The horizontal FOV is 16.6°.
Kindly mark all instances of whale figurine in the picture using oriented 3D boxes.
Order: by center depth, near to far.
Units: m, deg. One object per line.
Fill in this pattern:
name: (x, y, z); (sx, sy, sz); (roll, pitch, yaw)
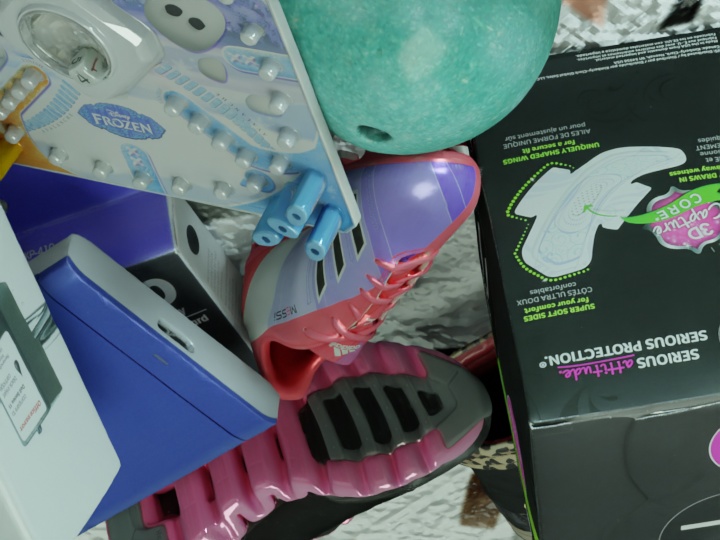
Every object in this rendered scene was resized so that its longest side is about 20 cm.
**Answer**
whale figurine: (-0.022, -0.107, 0.957); (0.200, 0.104, 0.159); (12, 161, -8)

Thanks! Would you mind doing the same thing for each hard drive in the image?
hard drive: (-0.155, 0.071, 1.132); (0.200, 0.025, 0.132); (-31, 125, 30)

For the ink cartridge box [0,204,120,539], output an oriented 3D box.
ink cartridge box: (-0.209, 0.033, 1.034); (0.146, 0.083, 0.200); (-7, 118, 27)

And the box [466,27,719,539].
box: (0.120, 0.021, 1.066); (0.124, 0.200, 0.149); (-9, 140, 1)

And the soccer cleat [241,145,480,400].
soccer cleat: (0.000, 0.000, 1.070); (0.067, 0.077, 0.200); (3, 164, -24)

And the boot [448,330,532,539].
boot: (0.133, 0.070, 1.215); (0.200, 0.073, 0.151); (-19, 149, 23)

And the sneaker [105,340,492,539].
sneaker: (-0.021, 0.096, 1.183); (0.200, 0.079, 0.095); (-22, 152, 20)

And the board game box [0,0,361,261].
board game box: (-0.114, -0.088, 0.958); (0.200, 0.026, 0.200); (12, 148, 26)

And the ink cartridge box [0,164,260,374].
ink cartridge box: (-0.155, 0.030, 1.156); (0.198, 0.043, 0.200); (-19, 138, 13)
